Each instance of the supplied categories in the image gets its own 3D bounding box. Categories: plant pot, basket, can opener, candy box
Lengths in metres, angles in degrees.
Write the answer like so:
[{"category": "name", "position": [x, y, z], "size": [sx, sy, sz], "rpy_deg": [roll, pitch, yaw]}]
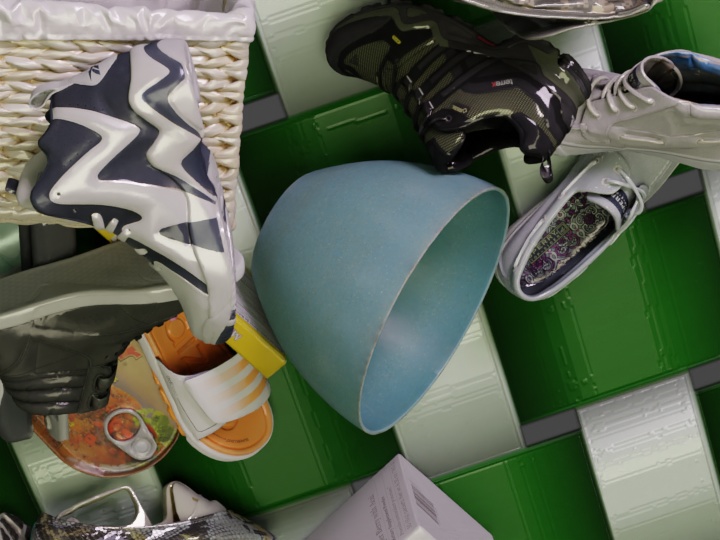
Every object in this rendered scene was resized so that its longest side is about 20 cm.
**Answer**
[{"category": "plant pot", "position": [0.000, 0.000, 1.377], "size": [0.134, 0.200, 0.201], "rpy_deg": [28, 111, 19]}, {"category": "basket", "position": [-0.177, -0.134, 1.277], "size": [0.199, 0.198, 0.162], "rpy_deg": [2, 115, -9]}, {"category": "can opener", "position": [-0.239, 0.040, 1.364], "size": [0.067, 0.053, 0.201], "rpy_deg": [-14, 124, -25]}, {"category": "candy box", "position": [-0.133, -0.011, 1.386], "size": [0.026, 0.102, 0.200], "rpy_deg": [-41, 111, 16]}]

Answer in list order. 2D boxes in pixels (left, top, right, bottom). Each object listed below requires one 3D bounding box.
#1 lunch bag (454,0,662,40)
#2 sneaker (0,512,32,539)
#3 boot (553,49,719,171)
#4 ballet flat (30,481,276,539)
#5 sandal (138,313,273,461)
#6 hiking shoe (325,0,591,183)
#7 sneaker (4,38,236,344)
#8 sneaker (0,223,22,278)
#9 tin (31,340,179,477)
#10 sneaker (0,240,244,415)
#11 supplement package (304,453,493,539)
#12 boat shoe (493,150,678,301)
[{"category": "lunch bag", "position": [0.104, -0.227, 1.289], "size": [0.199, 0.164, 0.118], "rpy_deg": [17, 104, -13]}, {"category": "sneaker", "position": [-0.277, 0.290, 1.513], "size": [0.085, 0.077, 0.201], "rpy_deg": [-12, 113, 6]}, {"category": "boot", "position": [0.193, -0.129, 1.357], "size": [0.199, 0.074, 0.096], "rpy_deg": [7, 154, 5]}, {"category": "ballet flat", "position": [-0.164, 0.202, 1.489], "size": [0.199, 0.072, 0.072], "rpy_deg": [-4, 114, -19]}, {"category": "sandal", "position": [-0.121, 0.061, 1.424], "size": [0.079, 0.059, 0.207], "rpy_deg": [-48, 118, -34]}, {"category": "hiking shoe", "position": [0.056, -0.124, 1.327], "size": [0.199, 0.101, 0.076], "rpy_deg": [15, 156, 23]}, {"category": "sneaker", "position": [-0.151, -0.038, 1.179], "size": [0.129, 0.080, 0.200], "rpy_deg": [-10, 120, 1]}, {"category": "sneaker", "position": [-0.309, -0.029, 1.340], "size": [0.200, 0.118, 0.074], "rpy_deg": [-15, 78, 0]}, {"category": "tin", "position": [-0.218, 0.072, 1.446], "size": [0.112, 0.042, 0.200], "rpy_deg": [-34, 113, 12]}, {"category": "sneaker", "position": [-0.170, 0.040, 1.318], "size": [0.199, 0.071, 0.100], "rpy_deg": [-14, 123, 3]}, {"category": "supplement package", "position": [0.007, 0.273, 1.513], "size": [0.200, 0.121, 0.120], "rpy_deg": [-44, 112, 11]}, {"category": "boat shoe", "position": [0.184, -0.051, 1.422], "size": [0.070, 0.072, 0.201], "rpy_deg": [41, 99, -20]}]
